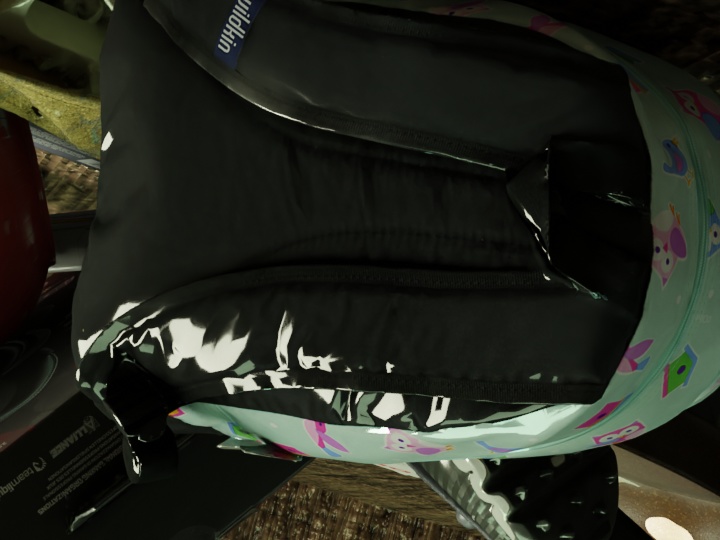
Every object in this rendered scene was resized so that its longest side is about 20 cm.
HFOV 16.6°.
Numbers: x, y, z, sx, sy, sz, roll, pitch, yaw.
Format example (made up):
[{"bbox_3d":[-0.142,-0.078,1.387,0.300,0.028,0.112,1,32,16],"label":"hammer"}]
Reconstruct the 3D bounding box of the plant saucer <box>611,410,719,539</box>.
[{"bbox_3d":[0.090,0.072,1.002,0.199,0.032,0.200,21,166,5],"label":"plant saucer"}]

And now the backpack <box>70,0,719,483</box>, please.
[{"bbox_3d":[0.020,-0.017,0.735,0.199,0.168,0.126,5,-175,34],"label":"backpack"}]

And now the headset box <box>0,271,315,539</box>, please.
[{"bbox_3d":[-0.110,0.069,0.889,0.077,0.149,0.200,57,157,-14],"label":"headset box"}]

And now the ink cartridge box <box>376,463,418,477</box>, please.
[{"bbox_3d":[0.007,0.054,1.340,0.145,0.084,0.200,18,170,-12],"label":"ink cartridge box"}]

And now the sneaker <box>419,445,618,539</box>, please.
[{"bbox_3d":[0.016,0.023,0.862,0.200,0.066,0.090,56,145,6],"label":"sneaker"}]

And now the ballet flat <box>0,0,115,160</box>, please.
[{"bbox_3d":[-0.122,-0.089,0.795,0.199,0.071,0.071,22,169,-37],"label":"ballet flat"}]

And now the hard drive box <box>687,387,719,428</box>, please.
[{"bbox_3d":[0.179,0.057,1.087,0.199,0.077,0.156,22,170,-34],"label":"hard drive box"}]

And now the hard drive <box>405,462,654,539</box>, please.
[{"bbox_3d":[0.107,0.125,0.938,0.135,0.042,0.200,41,180,44],"label":"hard drive"}]

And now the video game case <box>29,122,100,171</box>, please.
[{"bbox_3d":[-0.107,-0.067,1.018,0.142,0.019,0.200,21,169,-28],"label":"video game case"}]

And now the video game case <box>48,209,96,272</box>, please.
[{"bbox_3d":[-0.123,-0.014,1.052,0.142,0.018,0.200,-4,-176,26],"label":"video game case"}]

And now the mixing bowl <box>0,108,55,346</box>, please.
[{"bbox_3d":[-0.172,-0.036,0.882,0.108,0.201,0.200,-15,176,-11],"label":"mixing bowl"}]
